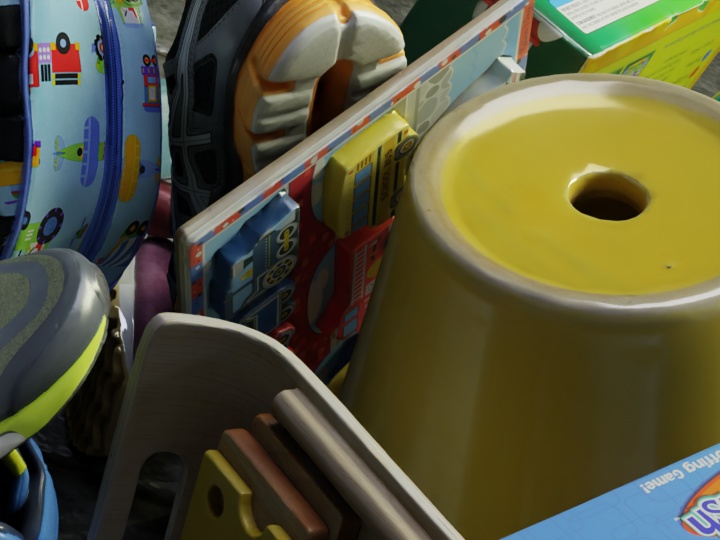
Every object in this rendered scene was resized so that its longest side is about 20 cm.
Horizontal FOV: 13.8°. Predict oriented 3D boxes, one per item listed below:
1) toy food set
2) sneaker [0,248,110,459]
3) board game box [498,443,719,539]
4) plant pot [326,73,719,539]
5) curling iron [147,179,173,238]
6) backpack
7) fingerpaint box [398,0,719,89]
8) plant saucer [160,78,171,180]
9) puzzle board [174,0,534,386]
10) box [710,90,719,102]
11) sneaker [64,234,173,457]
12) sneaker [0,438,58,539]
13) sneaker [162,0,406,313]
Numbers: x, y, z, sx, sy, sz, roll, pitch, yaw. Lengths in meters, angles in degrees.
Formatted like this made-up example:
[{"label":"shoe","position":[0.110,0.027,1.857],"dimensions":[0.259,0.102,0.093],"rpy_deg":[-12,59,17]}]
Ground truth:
[{"label":"toy food set","position":[-0.027,0.122,0.862],"dimensions":[0.060,0.144,0.200],"rpy_deg":[-3,32,-33]},{"label":"sneaker","position":[-0.175,0.025,0.904],"dimensions":[0.200,0.081,0.074],"rpy_deg":[-14,38,-4]},{"label":"board game box","position":[0.116,0.119,0.912],"dimensions":[0.200,0.152,0.045],"rpy_deg":[-22,43,-27]},{"label":"plant pot","position":[0.077,0.045,1.006],"dimensions":[0.201,0.189,0.201],"rpy_deg":[2,38,-1]},{"label":"curling iron","position":[-0.078,-0.035,1.139],"dimensions":[0.200,0.050,0.026],"rpy_deg":[14,20,25]},{"label":"backpack","position":[-0.137,-0.060,1.041],"dimensions":[0.135,0.183,0.200],"rpy_deg":[1,-3,-38]},{"label":"fingerpaint box","position":[0.063,-0.066,1.201],"dimensions":[0.073,0.167,0.200],"rpy_deg":[42,31,12]},{"label":"plant saucer","position":[-0.090,-0.061,1.259],"dimensions":[0.200,0.036,0.200],"rpy_deg":[-4,5,0]},{"label":"puzzle board","position":[0.000,0.000,1.042],"dimensions":[0.151,0.200,0.017],"rpy_deg":[-36,68,-20]},{"label":"box","position":[0.145,0.001,1.117],"dimensions":[0.117,0.048,0.200],"rpy_deg":[48,-17,3]},{"label":"sneaker","position":[-0.064,0.020,1.169],"dimensions":[0.090,0.075,0.200],"rpy_deg":[15,23,-10]},{"label":"sneaker","position":[-0.127,0.067,0.983],"dimensions":[0.066,0.078,0.200],"rpy_deg":[17,20,-13]},{"label":"sneaker","position":[-0.035,-0.047,1.035],"dimensions":[0.078,0.200,0.077],"rpy_deg":[-21,62,-27]}]
